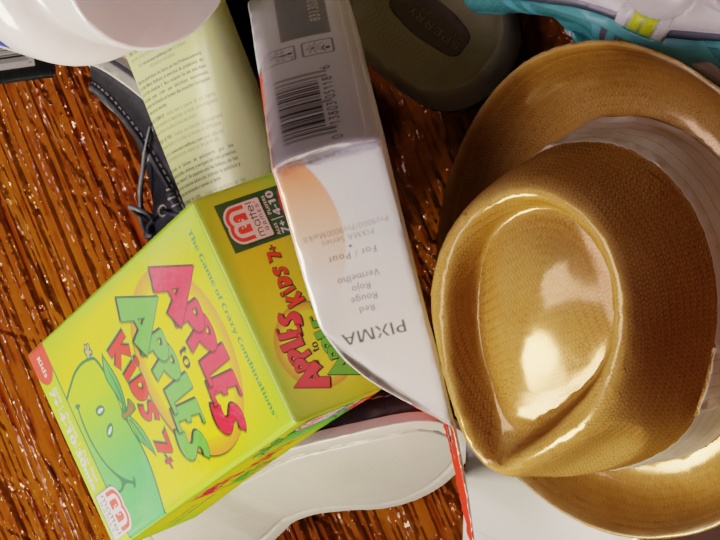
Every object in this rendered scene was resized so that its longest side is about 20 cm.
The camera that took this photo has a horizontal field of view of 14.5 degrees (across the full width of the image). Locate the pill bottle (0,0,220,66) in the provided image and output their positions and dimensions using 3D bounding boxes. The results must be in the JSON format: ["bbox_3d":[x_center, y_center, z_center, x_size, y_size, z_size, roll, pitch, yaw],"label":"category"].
[{"bbox_3d":[-0.138,-0.148,1.218,0.200,0.112,0.113,19,116,54],"label":"pill bottle"}]

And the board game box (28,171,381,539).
[{"bbox_3d":[-0.073,0.043,1.241,0.200,0.047,0.102,-38,75,57],"label":"board game box"}]

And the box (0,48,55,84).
[{"bbox_3d":[-0.205,-0.195,1.383,0.141,0.078,0.201,-138,40,-76],"label":"box"}]

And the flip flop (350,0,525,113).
[{"bbox_3d":[-0.014,-0.137,1.232,0.200,0.058,0.081,40,101,29],"label":"flip flop"}]

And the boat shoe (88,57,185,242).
[{"bbox_3d":[-0.076,-0.025,1.337,0.062,0.075,0.200,-38,73,1],"label":"boat shoe"}]

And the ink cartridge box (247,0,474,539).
[{"bbox_3d":[0.000,0.000,1.172,0.162,0.050,0.201,-101,0,-61],"label":"ink cartridge box"}]

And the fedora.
[{"bbox_3d":[0.083,0.016,1.076,0.200,0.082,0.202,16,115,39],"label":"fedora"}]

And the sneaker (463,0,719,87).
[{"bbox_3d":[0.115,-0.091,1.120,0.200,0.077,0.080,21,125,41],"label":"sneaker"}]

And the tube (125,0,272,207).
[{"bbox_3d":[-0.058,-0.051,1.258,0.058,0.052,0.201,-22,90,6],"label":"tube"}]

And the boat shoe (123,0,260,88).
[{"bbox_3d":[-0.067,-0.114,1.314,0.200,0.073,0.065,44,126,16],"label":"boat shoe"}]

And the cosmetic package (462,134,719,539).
[{"bbox_3d":[0.102,0.039,1.176,0.101,0.074,0.201,18,114,41],"label":"cosmetic package"}]

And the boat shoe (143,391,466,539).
[{"bbox_3d":[-0.026,0.084,1.336,0.200,0.074,0.061,-27,46,42],"label":"boat shoe"}]
